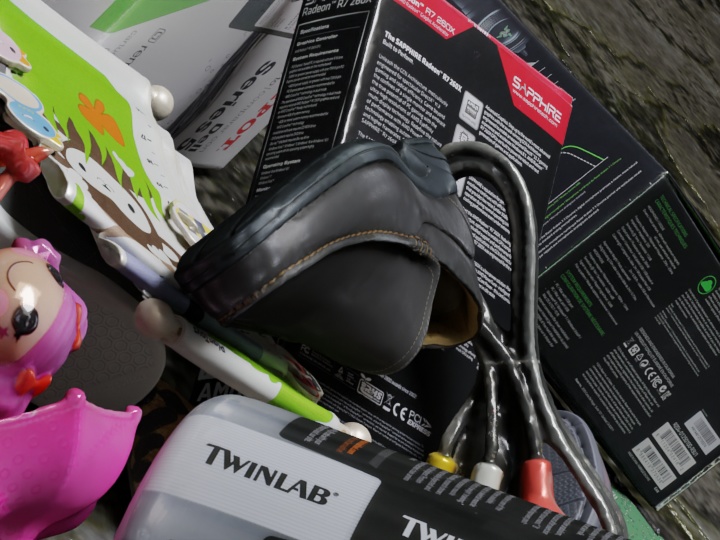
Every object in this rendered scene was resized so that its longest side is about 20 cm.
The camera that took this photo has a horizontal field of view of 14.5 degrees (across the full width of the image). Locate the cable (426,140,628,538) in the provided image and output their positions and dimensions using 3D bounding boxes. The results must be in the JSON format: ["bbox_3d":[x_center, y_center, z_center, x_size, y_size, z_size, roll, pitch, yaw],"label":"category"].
[{"bbox_3d":[0.055,0.051,1.057,0.050,0.097,0.201,19,75,-77],"label":"cable"}]

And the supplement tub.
[{"bbox_3d":[0.026,0.124,0.834,0.199,0.123,0.123,19,14,12],"label":"supplement tub"}]

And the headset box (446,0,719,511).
[{"bbox_3d":[0.090,-0.018,1.310,0.174,0.093,0.200,52,-1,-43],"label":"headset box"}]

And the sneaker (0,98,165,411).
[{"bbox_3d":[-0.148,-0.036,0.958,0.200,0.071,0.099,42,16,-34],"label":"sneaker"}]

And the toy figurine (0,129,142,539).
[{"bbox_3d":[-0.135,-0.002,0.823,0.184,0.150,0.200,56,32,-20],"label":"toy figurine"}]

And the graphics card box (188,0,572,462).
[{"bbox_3d":[0.011,-0.006,1.116,0.125,0.051,0.201,33,61,-40],"label":"graphics card box"}]

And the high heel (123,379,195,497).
[{"bbox_3d":[0.008,0.086,0.951,0.200,0.142,0.071,57,20,20],"label":"high heel"}]

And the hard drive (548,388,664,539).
[{"bbox_3d":[0.060,0.080,1.245,0.200,0.038,0.140,51,19,6],"label":"hard drive"}]

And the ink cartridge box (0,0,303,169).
[{"bbox_3d":[-0.075,-0.121,1.152,0.084,0.145,0.200,52,19,15],"label":"ink cartridge box"}]

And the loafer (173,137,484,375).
[{"bbox_3d":[0.000,0.000,0.967,0.073,0.073,0.200,60,22,5],"label":"loafer"}]

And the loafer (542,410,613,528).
[{"bbox_3d":[0.072,0.143,1.109,0.063,0.072,0.201,57,25,-33],"label":"loafer"}]

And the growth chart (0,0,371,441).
[{"bbox_3d":[-0.077,-0.027,0.982,0.145,0.018,0.200,32,22,-52],"label":"growth chart"}]
